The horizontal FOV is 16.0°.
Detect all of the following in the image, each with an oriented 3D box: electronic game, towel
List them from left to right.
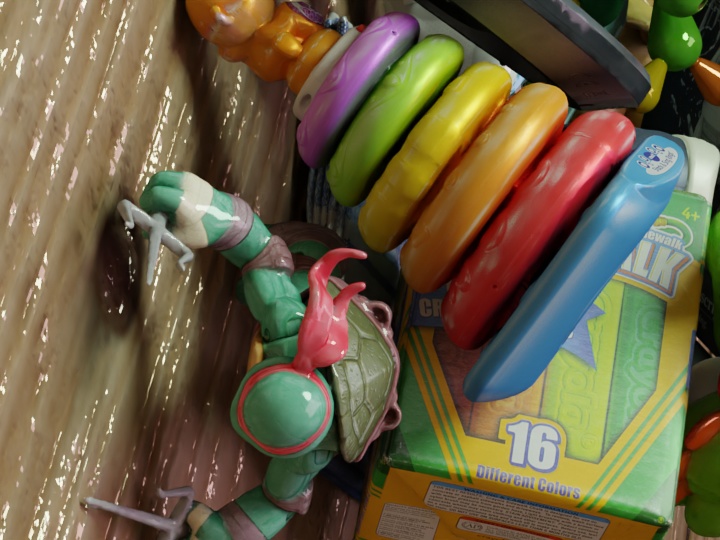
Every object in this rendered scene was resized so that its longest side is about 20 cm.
[{"bbox_3d":[0.000,0.000,1.159,0.147,0.024,0.201,43,50,-69],"label":"towel"},{"bbox_3d":[0.035,-0.129,1.043,0.042,0.200,0.200,-53,159,2],"label":"electronic game"}]

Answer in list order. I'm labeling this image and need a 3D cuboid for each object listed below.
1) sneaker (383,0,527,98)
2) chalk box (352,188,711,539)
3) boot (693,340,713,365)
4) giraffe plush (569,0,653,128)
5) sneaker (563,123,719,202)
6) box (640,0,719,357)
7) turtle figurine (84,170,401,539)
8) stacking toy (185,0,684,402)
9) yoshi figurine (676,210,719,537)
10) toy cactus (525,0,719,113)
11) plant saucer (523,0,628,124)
[{"bbox_3d":[0.024,-0.164,1.174,0.087,0.075,0.201,19,54,-59],"label":"sneaker"},{"bbox_3d":[0.075,0.029,1.108,0.124,0.124,0.201,105,-4,-62],"label":"chalk box"},{"bbox_3d":[0.097,0.107,1.260,0.069,0.174,0.200,44,24,-5],"label":"boot"},{"bbox_3d":[0.159,-0.089,1.488,0.162,0.172,0.201,48,50,-32],"label":"giraffe plush"},{"bbox_3d":[0.108,-0.039,1.289,0.200,0.084,0.075,151,-51,-74],"label":"sneaker"},{"bbox_3d":[0.229,-0.050,1.300,0.200,0.104,0.183,-128,-137,-56],"label":"box"},{"bbox_3d":[-0.034,0.040,0.940,0.200,0.100,0.151,-36,132,-79],"label":"turtle figurine"},{"bbox_3d":[0.015,-0.055,0.984,0.110,0.200,0.116,-55,174,21],"label":"stacking toy"},{"bbox_3d":[0.190,0.033,1.090,0.200,0.111,0.113,114,-20,-45],"label":"yoshi figurine"},{"bbox_3d":[0.151,-0.169,1.259,0.201,0.102,0.165,-59,-155,23],"label":"toy cactus"},{"bbox_3d":[0.091,-0.077,1.321,0.200,0.019,0.070,-58,164,-24],"label":"plant saucer"}]
